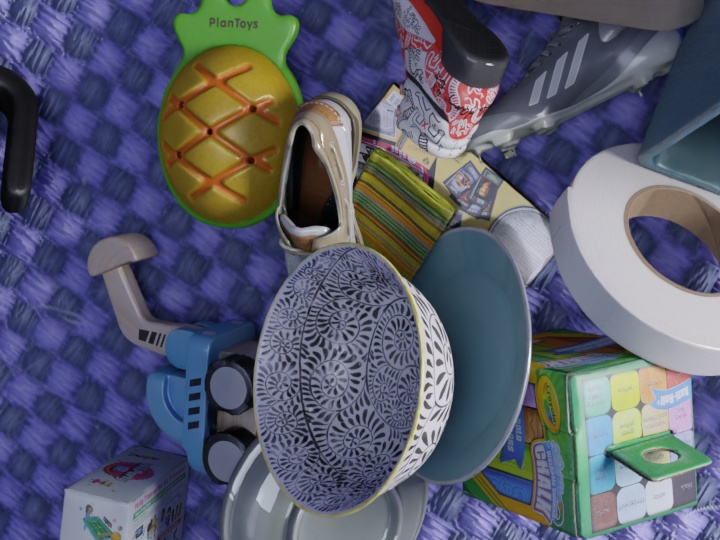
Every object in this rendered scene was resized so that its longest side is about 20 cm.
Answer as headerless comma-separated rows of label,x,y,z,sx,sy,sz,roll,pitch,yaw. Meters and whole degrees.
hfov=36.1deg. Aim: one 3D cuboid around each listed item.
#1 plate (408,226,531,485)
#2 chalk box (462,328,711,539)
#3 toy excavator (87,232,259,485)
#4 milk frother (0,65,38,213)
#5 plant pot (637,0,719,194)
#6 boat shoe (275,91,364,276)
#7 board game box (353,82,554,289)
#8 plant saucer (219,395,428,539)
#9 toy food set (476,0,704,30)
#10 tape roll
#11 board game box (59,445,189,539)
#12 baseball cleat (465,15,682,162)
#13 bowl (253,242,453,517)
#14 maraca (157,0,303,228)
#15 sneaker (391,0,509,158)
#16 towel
plate,0.078,0.067,0.875,0.025,0.200,0.204,11,100,-30
chalk box,0.177,0.123,0.857,0.123,0.199,0.127,-7,95,-29
toy excavator,-0.157,0.076,0.980,0.196,0.100,0.199,9,103,23
milk frother,-0.397,-0.092,0.985,0.199,0.178,0.191,-35,51,38
plant pot,0.349,-0.164,0.811,0.192,0.196,0.203,19,79,-5
boat shoe,-0.039,-0.038,0.898,0.073,0.068,0.204,8,113,22
board game box,0.063,-0.044,0.956,0.199,0.035,0.136,41,100,3
plant saucer,-0.019,0.208,0.936,0.197,0.050,0.204,-8,107,-26
toy food set,0.169,-0.273,0.843,0.197,0.061,0.146,15,130,23
tape roll,0.245,-0.014,0.859,0.201,0.204,0.037,30,140,4
board game box,-0.213,0.275,0.978,0.063,0.147,0.204,10,97,10
baseball cleat,0.163,-0.171,0.916,0.197,0.070,0.108,-23,86,-1
bowl,0.011,0.086,0.854,0.199,0.093,0.205,-11,75,48
maraca,-0.109,-0.138,0.938,0.134,0.107,0.204,4,95,11
sneaker,0.049,-0.182,0.903,0.066,0.203,0.109,0,134,-26
towel,0.000,0.000,0.942,0.086,0.018,0.202,38,121,13
